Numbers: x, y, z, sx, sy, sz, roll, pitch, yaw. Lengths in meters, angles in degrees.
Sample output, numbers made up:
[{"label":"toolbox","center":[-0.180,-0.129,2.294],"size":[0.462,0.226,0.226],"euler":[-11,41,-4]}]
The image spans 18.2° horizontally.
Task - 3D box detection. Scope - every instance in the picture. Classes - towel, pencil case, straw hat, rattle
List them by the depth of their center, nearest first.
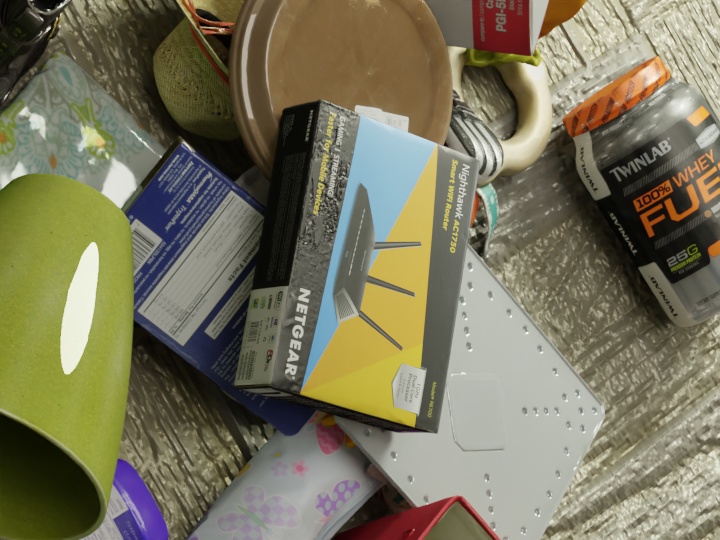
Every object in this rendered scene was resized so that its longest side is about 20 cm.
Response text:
[{"label":"towel","center":[-0.214,-0.036,1.608],"size":[0.171,0.048,0.200],"euler":[46,58,-12]},{"label":"pencil case","center":[-0.053,0.176,1.617],"size":[0.090,0.083,0.200],"euler":[37,59,11]},{"label":"straw hat","center":[-0.106,-0.147,1.674],"size":[0.201,0.085,0.202],"euler":[43,20,-19]},{"label":"rattle","center":[0.125,-0.117,1.778],"size":[0.130,0.142,0.201],"euler":[46,47,-39]}]

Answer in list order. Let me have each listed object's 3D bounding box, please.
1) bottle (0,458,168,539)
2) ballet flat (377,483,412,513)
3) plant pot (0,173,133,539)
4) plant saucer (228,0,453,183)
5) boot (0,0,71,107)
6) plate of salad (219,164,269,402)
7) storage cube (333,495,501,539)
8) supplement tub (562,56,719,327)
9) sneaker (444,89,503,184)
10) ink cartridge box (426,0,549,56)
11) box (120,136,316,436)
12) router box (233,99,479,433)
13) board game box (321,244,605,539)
[{"label":"bottle","center":[-0.227,0.204,1.520],"size":[0.199,0.065,0.084],"euler":[-30,88,-33]},{"label":"ballet flat","center":[0.075,0.101,1.726],"size":[0.075,0.064,0.201],"euler":[35,61,-18]},{"label":"plant pot","center":[-0.223,0.044,1.465],"size":[0.186,0.187,0.201],"euler":[30,55,-19]},{"label":"plant saucer","center":[-0.006,-0.137,1.613],"size":[0.199,0.029,0.202],"euler":[3,86,-38]},{"label":"boot","center":[-0.222,-0.196,1.563],"size":[0.069,0.174,0.201],"euler":[31,46,-17]},{"label":"plate of salad","center":[-0.052,0.006,1.672],"size":[0.199,0.048,0.202],"euler":[-12,109,-37]},{"label":"storage cube","center":[0.032,0.291,1.577],"size":[0.200,0.179,0.171],"euler":[50,58,-9]},{"label":"supplement tub","center":[0.258,-0.066,1.846],"size":[0.122,0.122,0.201],"euler":[-36,95,-32]},{"label":"sneaker","center":[0.022,-0.111,1.755],"size":[0.075,0.116,0.201],"euler":[14,34,-43]},{"label":"ink cartridge box","center":[0.050,-0.254,1.729],"size":[0.198,0.083,0.148],"euler":[8,51,12]},{"label":"box","center":[-0.089,0.015,1.592],"size":[0.200,0.032,0.121],"euler":[39,91,-15]},{"label":"router box","center":[0.000,0.000,1.559],"size":[0.148,0.051,0.202],"euler":[18,76,-35]},{"label":"board game box","center":[0.080,0.107,1.666],"size":[0.200,0.026,0.200],"euler":[49,50,-19]}]
